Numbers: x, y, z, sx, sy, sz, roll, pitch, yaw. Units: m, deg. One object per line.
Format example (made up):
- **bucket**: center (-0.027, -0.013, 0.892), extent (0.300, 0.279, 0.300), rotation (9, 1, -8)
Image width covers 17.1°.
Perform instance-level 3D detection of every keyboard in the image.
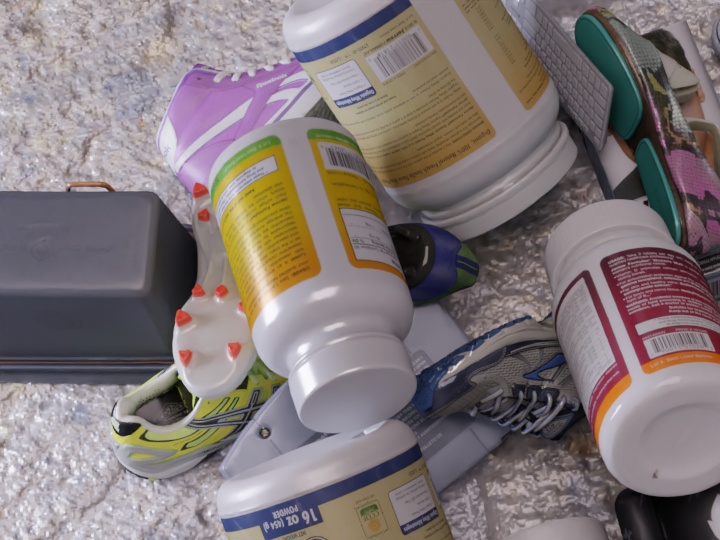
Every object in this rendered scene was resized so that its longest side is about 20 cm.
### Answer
- **keyboard**: center (0.137, -0.166, 1.781), extent (0.011, 0.056, 0.200), rotation (-16, 42, -17)

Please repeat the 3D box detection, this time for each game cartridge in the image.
- **game cartridge**: center (0.005, 0.116, 1.713), extent (0.200, 0.040, 0.133), rotation (-38, 93, -8)

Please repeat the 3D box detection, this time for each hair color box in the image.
- **hair color box**: center (0.227, -0.075, 1.767), extent (0.099, 0.061, 0.200), rotation (-19, 66, 0)

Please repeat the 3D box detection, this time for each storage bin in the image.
- **storage bin**: center (-0.211, -0.006, 1.762), extent (0.200, 0.134, 0.146), rotation (1, 69, 7)

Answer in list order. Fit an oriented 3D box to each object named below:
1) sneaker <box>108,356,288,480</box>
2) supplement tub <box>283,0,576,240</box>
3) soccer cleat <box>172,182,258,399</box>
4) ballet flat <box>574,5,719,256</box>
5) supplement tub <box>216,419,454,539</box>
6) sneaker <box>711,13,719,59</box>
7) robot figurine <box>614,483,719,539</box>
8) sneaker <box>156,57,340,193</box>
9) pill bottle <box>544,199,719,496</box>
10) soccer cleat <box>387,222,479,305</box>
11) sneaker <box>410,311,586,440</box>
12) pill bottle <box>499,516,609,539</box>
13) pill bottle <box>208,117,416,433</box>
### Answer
- **sneaker**: center (-0.090, 0.086, 1.739), extent (0.200, 0.076, 0.075), rotation (-31, 66, -6)
- **supplement tub**: center (0.053, -0.135, 1.727), extent (0.144, 0.144, 0.200), rotation (-36, 106, -7)
- **soccer cleat**: center (-0.093, 0.019, 1.719), extent (0.069, 0.078, 0.200), rotation (-9, 48, 10)
- **ballet flat**: center (0.219, -0.103, 1.718), extent (0.071, 0.069, 0.200), rotation (-16, 70, -17)
- **supplement tub**: center (0.000, 0.215, 1.614), extent (0.144, 0.144, 0.200), rotation (-21, 90, 0)
- **sneaker**: center (0.355, -0.156, 1.775), extent (0.200, 0.071, 0.073), rotation (24, 73, 16)
- **robot figurine**: center (0.252, 0.182, 1.626), extent (0.150, 0.125, 0.200), rotation (-11, 67, 3)
- **sneaker**: center (-0.069, -0.143, 1.831), extent (0.200, 0.073, 0.114), rotation (-40, 66, -8)
- **pill bottle**: center (0.190, 0.047, 1.599), extent (0.109, 0.110, 0.200), rotation (-17, 40, 1)
- **soccer cleat**: center (0.000, 0.001, 1.745), extent (0.200, 0.084, 0.065), rotation (-2, 76, 46)
- **sneaker**: center (0.120, 0.078, 1.674), extent (0.200, 0.077, 0.085), rotation (-17, 78, -42)
- **pill bottle**: center (0.150, 0.274, 1.610), extent (0.114, 0.114, 0.200), rotation (-16, 67, 1)
- **pill bottle**: center (-0.028, 0.005, 1.628), extent (0.111, 0.111, 0.200), rotation (-19, 59, 0)
